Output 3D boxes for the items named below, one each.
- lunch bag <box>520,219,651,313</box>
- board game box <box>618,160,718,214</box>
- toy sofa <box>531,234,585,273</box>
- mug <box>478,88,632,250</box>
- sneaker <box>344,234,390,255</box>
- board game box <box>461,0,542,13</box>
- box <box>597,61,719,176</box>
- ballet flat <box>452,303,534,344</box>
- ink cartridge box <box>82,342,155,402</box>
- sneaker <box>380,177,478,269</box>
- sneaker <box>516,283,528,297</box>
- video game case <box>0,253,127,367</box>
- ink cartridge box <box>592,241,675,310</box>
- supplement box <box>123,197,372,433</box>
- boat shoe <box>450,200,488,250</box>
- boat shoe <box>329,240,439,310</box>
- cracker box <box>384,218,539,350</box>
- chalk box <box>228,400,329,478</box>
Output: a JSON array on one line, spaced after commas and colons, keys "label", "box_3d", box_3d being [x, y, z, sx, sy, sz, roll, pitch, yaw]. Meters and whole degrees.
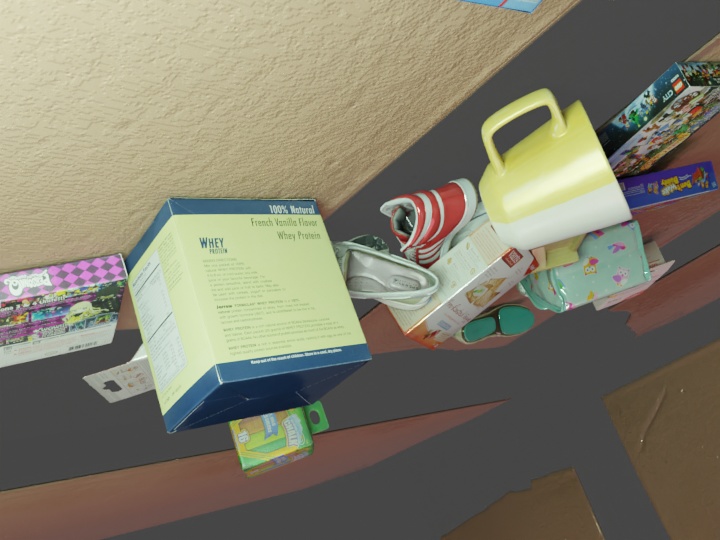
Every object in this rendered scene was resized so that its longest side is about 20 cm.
[{"label": "lunch bag", "box_3d": [0.357, -0.011, 1.396, 0.167, 0.125, 0.200, -18, -174, -8]}, {"label": "board game box", "box_3d": [0.422, -0.113, 1.284, 0.196, 0.046, 0.134, -13, 176, -23]}, {"label": "toy sofa", "box_3d": [0.275, -0.081, 1.174, 0.081, 0.100, 0.201, -14, 159, -4]}, {"label": "mug", "box_3d": [0.218, -0.117, 1.010, 0.151, 0.190, 0.150, -25, -172, 19]}, {"label": "sneaker", "box_3d": [-0.050, 0.018, 1.136, 0.196, 0.079, 0.080, -18, 169, -12]}, {"label": "board game box", "box_3d": [0.103, -0.264, 0.619, 0.197, 0.037, 0.151, -7, 155, -38]}, {"label": "box", "box_3d": [0.394, -0.194, 1.109, 0.134, 0.038, 0.200, -9, 156, -32]}, {"label": "ballet flat", "box_3d": [0.271, 0.107, 1.749, 0.196, 0.069, 0.062, -7, -176, -28]}, {"label": "ink cartridge box", "box_3d": [-0.283, 0.123, 1.200, 0.195, 0.051, 0.162, -15, 160, -8]}, {"label": "sneaker", "box_3d": [0.068, -0.041, 1.106, 0.110, 0.072, 0.201, -16, 152, -29]}, {"label": "sneaker", "box_3d": [0.373, -0.010, 1.542, 0.196, 0.072, 0.080, -21, 176, 4]}, {"label": "video game case", "box_3d": [-0.367, 0.053, 0.936, 0.196, 0.036, 0.182, -12, 158, -27]}, {"label": "ink cartridge box", "box_3d": [0.560, 0.006, 1.760, 0.114, 0.069, 0.201, -18, 162, -11]}, {"label": "supplement box", "box_3d": [-0.126, 0.043, 0.919, 0.197, 0.203, 0.134, -3, 154, -41]}, {"label": "boat shoe", "box_3d": [0.157, -0.039, 1.214, 0.198, 0.067, 0.073, -35, 157, 31]}, {"label": "boat shoe", "box_3d": [0.000, 0.002, 1.059, 0.197, 0.076, 0.065, 15, 162, -8]}, {"label": "cracker box", "box_3d": [0.142, 0.019, 1.153, 0.199, 0.058, 0.134, -40, 155, 10]}, {"label": "chalk box", "box_3d": [-0.164, 0.327, 1.732, 0.196, 0.127, 0.124, -19, 161, -10]}]
